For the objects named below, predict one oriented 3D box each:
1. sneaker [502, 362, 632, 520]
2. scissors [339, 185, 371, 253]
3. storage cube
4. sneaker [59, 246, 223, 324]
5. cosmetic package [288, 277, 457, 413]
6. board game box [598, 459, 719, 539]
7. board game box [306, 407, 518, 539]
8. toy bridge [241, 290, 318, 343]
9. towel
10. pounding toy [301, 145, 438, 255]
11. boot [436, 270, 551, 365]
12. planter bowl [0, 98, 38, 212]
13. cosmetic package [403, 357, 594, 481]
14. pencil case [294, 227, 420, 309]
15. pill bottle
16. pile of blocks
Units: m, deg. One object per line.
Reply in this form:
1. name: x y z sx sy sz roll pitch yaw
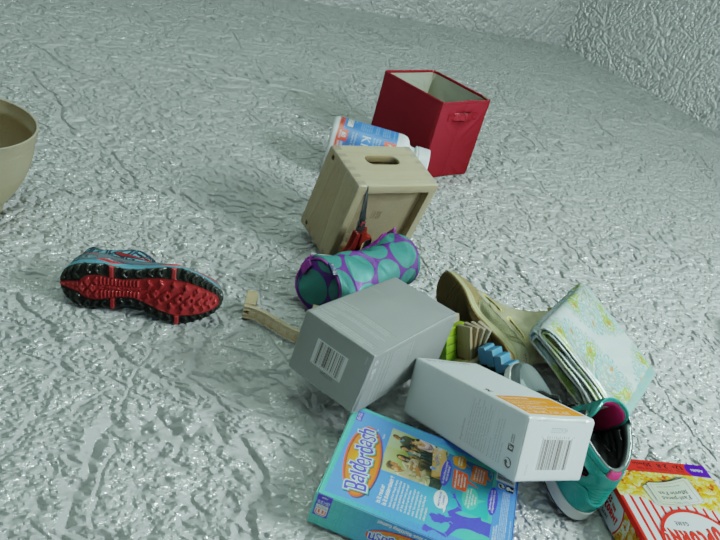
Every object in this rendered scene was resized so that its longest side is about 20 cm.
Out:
1. sneaker: 0.243 0.169 0.878 0.083 0.121 0.200 4 48 -34
2. scissors: 0.004 -0.068 1.141 0.073 0.200 0.014 -26 63 -36
3. storage cube: 0.143 -0.320 1.657 0.171 0.180 0.200 -15 41 -44
4. sneaker: -0.273 0.004 0.980 0.199 0.080 0.096 12 27 -10
5. cosmetic package: 0.020 0.083 0.925 0.107 0.090 0.200 32 24 27
6. board game box: 0.359 0.299 0.841 0.151 0.046 0.200 8 30 -16
7. board game box: 0.062 0.233 0.797 0.199 0.045 0.152 21 29 6
8. toy bridge: -0.061 0.076 1.022 0.199 0.027 0.067 14 31 -6
9. towel: 0.328 0.116 1.066 0.171 0.048 0.200 55 37 5
10. pounding toy: 0.016 -0.115 1.259 0.199 0.184 0.142 -6 48 -35
11. boot: 0.216 0.071 1.130 0.155 0.073 0.200 -3 37 -31
12. planter bowl: -0.548 -0.146 1.032 0.199 0.135 0.200 13 30 -8
13. cosmetic package: 0.149 0.163 0.858 0.101 0.072 0.200 9 6 -33
14. pencil case: 0.000 0.000 1.122 0.200 0.085 0.093 -18 83 -48
15. pill bottle: 0.032 -0.226 1.504 0.199 0.113 0.112 14 29 -3
16. pile of blocks: 0.147 0.121 0.999 0.200 0.082 0.062 37 34 30
